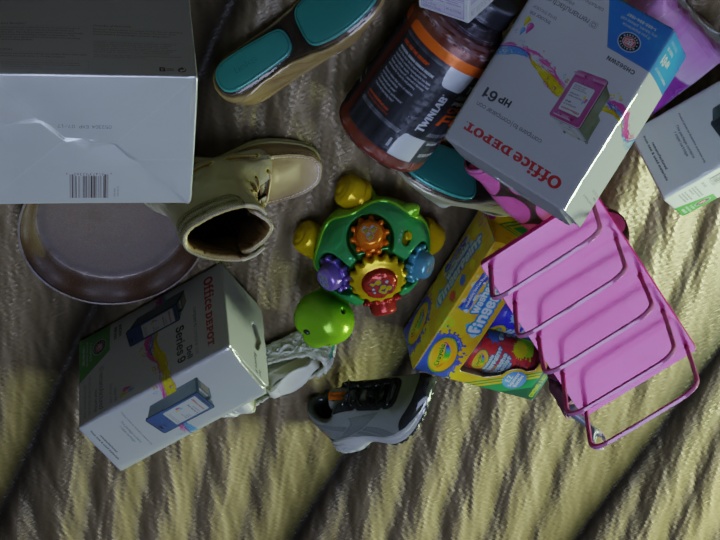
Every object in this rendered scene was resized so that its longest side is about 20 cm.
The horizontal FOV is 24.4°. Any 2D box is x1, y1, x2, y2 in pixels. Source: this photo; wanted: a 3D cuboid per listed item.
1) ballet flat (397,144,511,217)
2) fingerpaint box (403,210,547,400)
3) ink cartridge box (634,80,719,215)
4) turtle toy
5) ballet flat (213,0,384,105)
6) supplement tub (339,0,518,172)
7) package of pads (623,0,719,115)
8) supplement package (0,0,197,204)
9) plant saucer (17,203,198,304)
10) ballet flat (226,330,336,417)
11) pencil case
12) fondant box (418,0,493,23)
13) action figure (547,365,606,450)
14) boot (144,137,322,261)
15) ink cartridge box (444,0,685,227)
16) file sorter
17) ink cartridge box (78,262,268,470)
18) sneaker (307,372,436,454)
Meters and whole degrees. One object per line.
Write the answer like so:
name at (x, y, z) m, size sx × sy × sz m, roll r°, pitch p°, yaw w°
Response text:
ballet flat at (0.117, -0.088, 1.781) m, size 0.198 × 0.070 × 0.070 m, roll 11°, pitch 128°, yaw -21°
fingerpaint box at (0.168, 0.040, 1.888) m, size 0.165 × 0.074 × 0.201 m, roll 16°, pitch 125°, yaw -23°
ink cartridge box at (0.394, -0.146, 1.726) m, size 0.199 × 0.084 × 0.146 m, roll -29°, pitch 166°, yaw 13°
turtle toy at (0.000, 0.000, 1.803) m, size 0.145 × 0.102 × 0.200 m, roll 27°, pitch 120°, yaw -30°
ballet flat at (-0.054, -0.227, 1.637) m, size 0.199 × 0.069 × 0.063 m, roll -28°, pitch 158°, yaw 16°
supplement tub at (0.071, -0.201, 1.642) m, size 0.106 × 0.108 × 0.200 m, roll 22°, pitch 124°, yaw -26°
package of pads at (0.262, -0.207, 1.694) m, size 0.199 × 0.076 × 0.120 m, roll -38°, pitch 123°, yaw 20°
supplement package at (-0.252, -0.179, 1.536) m, size 0.189 × 0.201 × 0.148 m, roll 0°, pitch 131°, yaw -10°
plant saucer at (-0.262, -0.049, 1.757) m, size 0.198 × 0.032 × 0.202 m, roll -6°, pitch 131°, yaw -7°
ballet flat at (-0.116, 0.126, 1.914) m, size 0.199 × 0.072 × 0.072 m, roll -28°, pitch 130°, yaw 14°
pencil case at (0.193, -0.081, 1.727) m, size 0.090 × 0.094 × 0.200 m, roll -18°, pitch 133°, yaw 39°
fondant box at (0.113, -0.348, 1.502) m, size 0.058 × 0.144 × 0.202 m, roll 22°, pitch 137°, yaw 27°
action figure at (0.231, 0.102, 1.837) m, size 0.148 × 0.135 × 0.200 m, roll 23°, pitch 155°, yaw 7°
boot at (-0.109, -0.071, 1.669) m, size 0.198 × 0.155 × 0.074 m, roll -7°, pitch 117°, yaw -24°
ink cartridge box at (0.196, -0.166, 1.590) m, size 0.201 × 0.144 × 0.085 m, roll -59°, pitch 160°, yaw 2°
file sorter at (0.230, 0.054, 1.653) m, size 0.138 × 0.126 × 0.201 m, roll -32°, pitch 103°, yaw 14°
ink cartridge box at (-0.207, 0.104, 1.823) m, size 0.198 × 0.146 × 0.088 m, roll -27°, pitch 129°, yaw 13°
sneaker at (0.012, 0.159, 1.927) m, size 0.079 × 0.074 × 0.199 m, roll 38°, pitch 142°, yaw -23°
